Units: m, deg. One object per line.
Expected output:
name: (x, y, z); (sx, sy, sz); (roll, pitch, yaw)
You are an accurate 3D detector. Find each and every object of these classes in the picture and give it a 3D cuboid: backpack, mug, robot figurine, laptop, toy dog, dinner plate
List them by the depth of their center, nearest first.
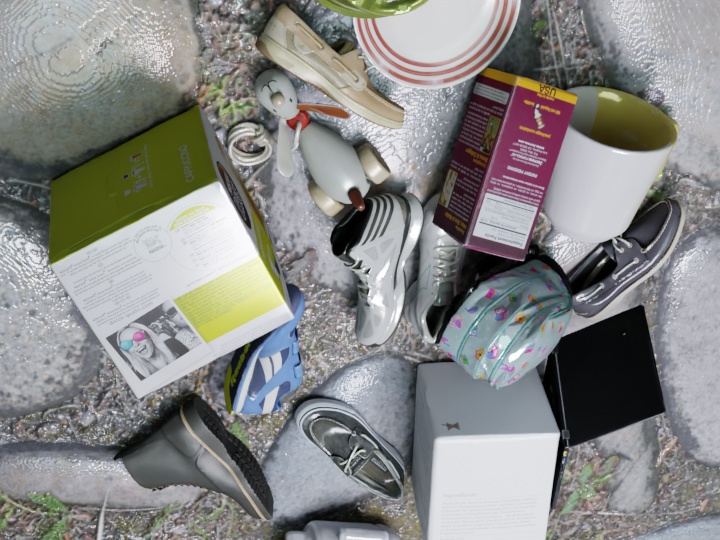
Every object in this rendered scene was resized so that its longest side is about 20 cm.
dinner plate: (0.085, -0.304, 1.352); (0.197, 0.024, 0.203); (-7, 121, -12)
toy dog: (-0.048, -0.134, 1.372); (0.198, 0.097, 0.133); (24, 111, -26)
mug: (0.306, -0.118, 1.454); (0.184, 0.150, 0.155); (5, 126, -10)
backpack: (0.183, 0.063, 1.488); (0.199, 0.126, 0.168); (-14, 132, -60)
laptop: (0.308, 0.178, 1.562); (0.114, 0.189, 0.202); (3, 132, 0)
robot figurine: (-0.017, 0.415, 1.689); (0.197, 0.114, 0.170); (7, 138, -18)

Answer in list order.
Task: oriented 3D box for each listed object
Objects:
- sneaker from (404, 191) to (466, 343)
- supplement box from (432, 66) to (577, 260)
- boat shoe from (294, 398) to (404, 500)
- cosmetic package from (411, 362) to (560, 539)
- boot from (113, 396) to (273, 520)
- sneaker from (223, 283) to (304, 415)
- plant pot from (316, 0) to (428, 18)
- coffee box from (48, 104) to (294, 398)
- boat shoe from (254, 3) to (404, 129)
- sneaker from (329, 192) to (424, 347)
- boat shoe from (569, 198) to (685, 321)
sneaker: (0.105, -0.001, 1.501); (0.069, 0.080, 0.203); (1, 118, -14)
supplement box: (0.166, -0.127, 1.399); (0.085, 0.110, 0.203); (13, 101, -21)
boat shoe: (-0.005, 0.243, 1.617); (0.199, 0.071, 0.072); (36, 106, -29)
cosmetic package: (0.161, 0.250, 1.599); (0.164, 0.168, 0.202); (-1, 121, -5)
boot: (-0.217, 0.275, 1.586); (0.137, 0.078, 0.201); (-31, 109, 9)
sneaker: (-0.107, 0.102, 1.511); (0.081, 0.074, 0.201); (13, 123, -23)
plant pot: (0.018, -0.334, 1.199); (0.197, 0.190, 0.203); (-2, 114, -4)
coffee box: (-0.212, -0.026, 1.329); (0.198, 0.200, 0.199); (-26, 123, 2)
boat shoe: (-0.021, -0.225, 1.341); (0.199, 0.071, 0.065); (28, 99, -28)
sneaker: (0.000, 0.000, 1.457); (0.114, 0.075, 0.203); (-1, 113, -39)
boat shoe: (0.341, -0.019, 1.558); (0.062, 0.073, 0.201); (27, 114, -30)
